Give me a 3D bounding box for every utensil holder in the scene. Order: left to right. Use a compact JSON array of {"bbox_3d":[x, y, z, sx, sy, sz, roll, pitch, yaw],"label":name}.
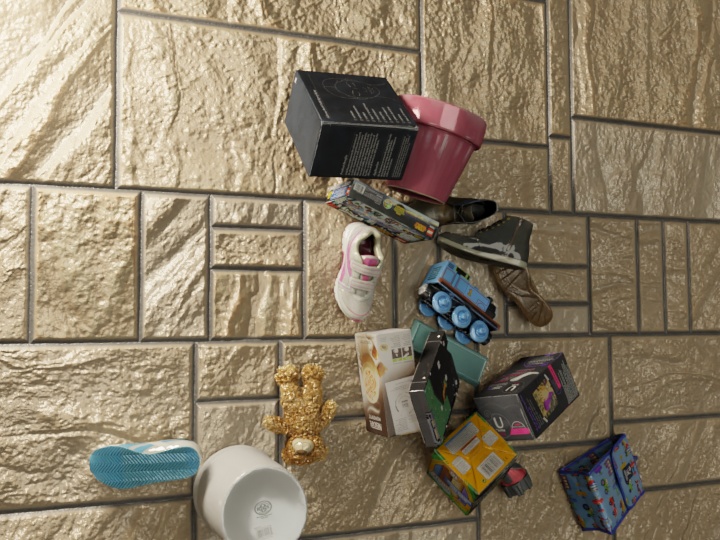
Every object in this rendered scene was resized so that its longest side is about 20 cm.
[{"bbox_3d":[-0.198,0.411,1.447,0.168,0.200,0.172,2,85,-22],"label":"utensil holder"}]

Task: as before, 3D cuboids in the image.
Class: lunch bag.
[{"bbox_3d":[0.567,0.477,1.837,0.199,0.094,0.152,-26,96,-34],"label":"lunch bag"}]

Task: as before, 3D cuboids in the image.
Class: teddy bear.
[{"bbox_3d":[-0.113,0.278,1.562,0.144,0.067,0.202,17,80,-19],"label":"teddy bear"}]

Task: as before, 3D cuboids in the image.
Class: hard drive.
[{"bbox_3d":[0.149,0.233,1.611,0.200,0.037,0.141,-63,139,-55],"label":"hard drive"}]

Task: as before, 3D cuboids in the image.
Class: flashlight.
[{"bbox_3d":[0.297,0.386,1.733,0.068,0.068,0.201,-30,94,-17],"label":"flashlight"}]

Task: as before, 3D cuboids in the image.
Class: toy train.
[{"bbox_3d":[0.211,0.072,1.703,0.199,0.087,0.115,37,68,-17],"label":"toy train"}]

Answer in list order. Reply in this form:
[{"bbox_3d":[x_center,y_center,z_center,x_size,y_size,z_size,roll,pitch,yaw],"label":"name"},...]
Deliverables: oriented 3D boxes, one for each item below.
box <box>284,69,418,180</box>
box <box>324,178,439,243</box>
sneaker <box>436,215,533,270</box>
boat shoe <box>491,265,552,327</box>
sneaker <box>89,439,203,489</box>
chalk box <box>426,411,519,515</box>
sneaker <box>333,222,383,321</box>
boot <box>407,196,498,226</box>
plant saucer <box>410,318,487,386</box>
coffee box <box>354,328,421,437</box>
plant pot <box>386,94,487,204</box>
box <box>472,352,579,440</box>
[{"bbox_3d":[-0.022,-0.279,1.550,0.195,0.201,0.125,1,130,-23],"label":"box"},{"bbox_3d":[0.041,-0.115,1.612,0.199,0.137,0.040,26,80,-19],"label":"box"},{"bbox_3d":[0.266,-0.074,1.725,0.198,0.075,0.107,15,80,-3],"label":"sneaker"},{"bbox_3d":[0.349,0.035,1.781,0.073,0.063,0.201,-31,97,5],"label":"boat shoe"},{"bbox_3d":[-0.382,0.343,1.445,0.198,0.081,0.077,0,88,-3],"label":"sneaker"},{"bbox_3d":[0.222,0.402,1.648,0.124,0.201,0.124,-37,68,-22],"label":"chalk box"},{"bbox_3d":[0.000,0.000,1.614,0.081,0.088,0.202,3,86,-22],"label":"sneaker"},{"bbox_3d":[0.192,-0.129,1.698,0.198,0.097,0.076,-6,89,-23],"label":"boot"},{"bbox_3d":[0.186,0.177,1.721,0.199,0.019,0.070,29,77,-20],"label":"plant saucer"},{"bbox_3d":[0.056,0.221,1.611,0.079,0.114,0.202,-7,89,-22],"label":"coffee box"},{"bbox_3d":[0.136,-0.238,1.636,0.198,0.200,0.181,18,91,-21],"label":"plant pot"},{"bbox_3d":[0.351,0.266,1.697,0.199,0.122,0.107,-28,98,-42],"label":"box"}]
